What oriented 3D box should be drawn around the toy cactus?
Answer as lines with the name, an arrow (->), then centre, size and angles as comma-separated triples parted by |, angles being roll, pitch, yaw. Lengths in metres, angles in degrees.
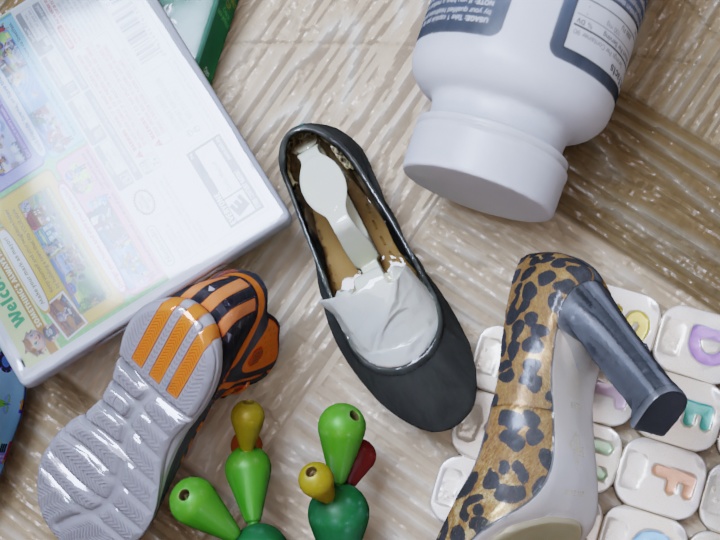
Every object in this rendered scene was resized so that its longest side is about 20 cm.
toy cactus -> -0.042, 0.173, 0.759 | 0.165, 0.102, 0.200 | 38, 83, -7

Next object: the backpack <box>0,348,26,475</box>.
backpack -> -0.304, 0.070, 0.777 | 0.199, 0.135, 0.183 | 18, 83, 7

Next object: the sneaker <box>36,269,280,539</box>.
sneaker -> -0.105, 0.080, 0.781 | 0.078, 0.112, 0.200 | 44, 121, 9

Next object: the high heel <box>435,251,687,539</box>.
high heel -> 0.080, 0.090, 0.768 | 0.200, 0.071, 0.143 | -49, 42, 17

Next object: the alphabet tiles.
alphabet tiles -> 0.146, 0.112, 0.775 | 0.195, 0.015, 0.201 | 17, 82, 9

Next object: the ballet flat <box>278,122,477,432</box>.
ballet flat -> 0.000, 0.000, 0.771 | 0.068, 0.068, 0.200 | -31, 69, 6

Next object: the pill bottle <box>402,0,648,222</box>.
pill bottle -> 0.096, -0.137, 0.774 | 0.119, 0.120, 0.201 | 18, 82, 10

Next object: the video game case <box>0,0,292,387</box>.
video game case -> -0.166, -0.063, 0.796 | 0.182, 0.022, 0.200 | -32, 80, -1

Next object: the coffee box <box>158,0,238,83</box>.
coffee box -> -0.159, -0.110, 0.837 | 0.122, 0.044, 0.201 | 17, 82, 10
